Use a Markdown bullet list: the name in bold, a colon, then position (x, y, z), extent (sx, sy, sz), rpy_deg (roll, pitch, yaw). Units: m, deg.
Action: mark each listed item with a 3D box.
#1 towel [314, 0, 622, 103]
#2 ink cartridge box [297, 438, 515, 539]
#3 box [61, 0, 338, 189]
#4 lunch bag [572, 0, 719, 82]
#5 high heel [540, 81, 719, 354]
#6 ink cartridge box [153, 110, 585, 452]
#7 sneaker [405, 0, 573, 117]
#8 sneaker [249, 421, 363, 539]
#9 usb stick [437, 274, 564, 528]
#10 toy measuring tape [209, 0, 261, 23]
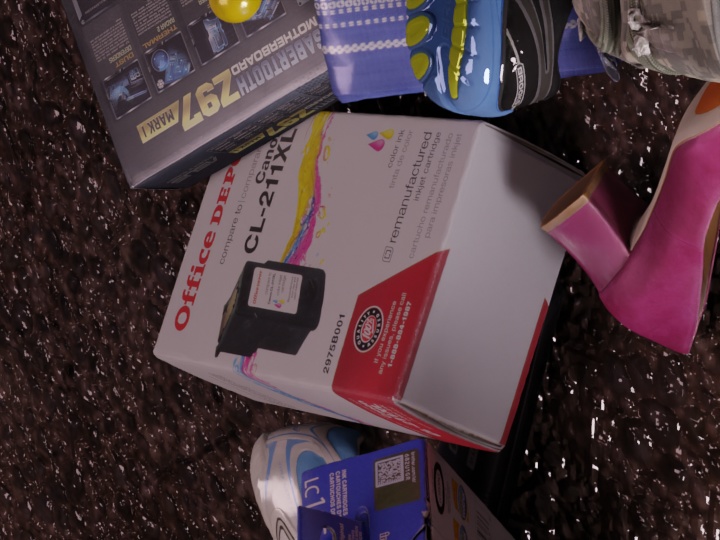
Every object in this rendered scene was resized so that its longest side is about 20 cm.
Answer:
- **towel**: position (0.043, -0.179, 1.140), extent (0.144, 0.024, 0.200), rpy_deg (-6, 108, 7)
- **ink cartridge box**: position (0.032, 0.179, 1.247), extent (0.076, 0.137, 0.200), rpy_deg (-17, 141, 19)
- **box**: position (-0.059, -0.152, 1.254), extent (0.200, 0.051, 0.158), rpy_deg (-29, 75, 31)
- **lunch bag**: position (0.144, -0.176, 1.000), extent (0.168, 0.139, 0.200), rpy_deg (28, 130, 62)
- **high heel**: position (0.170, -0.032, 1.111), extent (0.096, 0.067, 0.200), rpy_deg (43, 133, -8)
- **ink cartridge box**: position (0.000, 0.000, 1.256), extent (0.200, 0.083, 0.146), rpy_deg (7, 77, 49)
- **sneaker**: position (0.071, -0.167, 1.099), extent (0.071, 0.083, 0.200), rpy_deg (15, 101, 47)
- **sneaker**: position (-0.011, 0.180, 1.443), extent (0.072, 0.072, 0.200), rpy_deg (-3, 117, 21)
- **usb stick**: position (0.069, 0.073, 1.309), extent (0.055, 0.033, 0.200), rpy_deg (46, 140, 38)
- **toy measuring tape**: position (-0.041, -0.216, 1.176), extent (0.073, 0.073, 0.200), rpy_deg (18, 91, 46)
